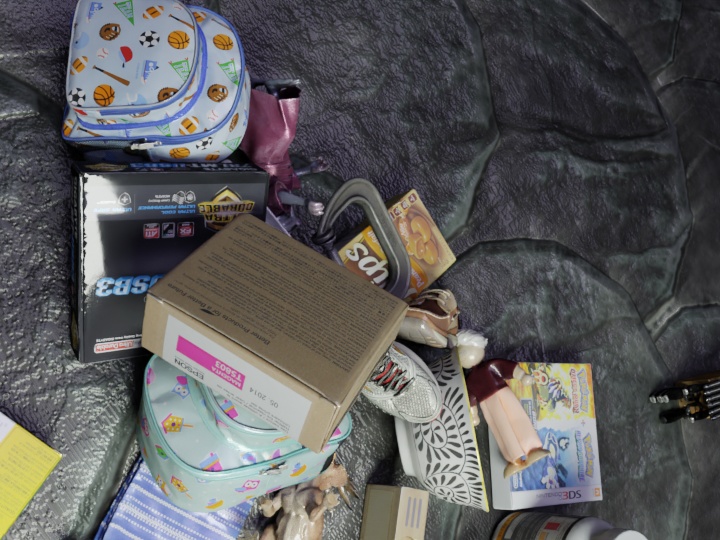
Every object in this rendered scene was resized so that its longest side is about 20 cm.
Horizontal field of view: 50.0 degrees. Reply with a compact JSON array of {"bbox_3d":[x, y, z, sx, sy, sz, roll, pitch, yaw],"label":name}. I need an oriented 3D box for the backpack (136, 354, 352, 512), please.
[{"bbox_3d":[-0.125,0.140,0.788,0.198,0.154,0.177,-17,60,-26],"label":"backpack"}]

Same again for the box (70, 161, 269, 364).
[{"bbox_3d":[-0.200,-0.012,0.811,0.198,0.050,0.201,-4,112,-32],"label":"box"}]

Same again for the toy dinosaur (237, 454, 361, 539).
[{"bbox_3d":[-0.065,0.287,0.872,0.085,0.135,0.202,24,87,18],"label":"toy dinosaur"}]

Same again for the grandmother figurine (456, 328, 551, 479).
[{"bbox_3d":[0.179,0.165,1.031,0.060,0.121,0.201,5,51,-56],"label":"grandmother figurine"}]

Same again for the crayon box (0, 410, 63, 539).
[{"bbox_3d":[-0.386,0.216,0.694,0.127,0.051,0.201,43,60,-17],"label":"crayon box"}]

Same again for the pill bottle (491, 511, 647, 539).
[{"bbox_3d":[0.269,0.374,0.988,0.115,0.199,0.118,8,74,-30],"label":"pill bottle"}]

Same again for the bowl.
[{"bbox_3d":[0.094,0.201,0.955,0.093,0.201,0.203,-10,84,6],"label":"bowl"}]

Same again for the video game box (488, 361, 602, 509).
[{"bbox_3d":[0.264,0.234,1.110,0.180,0.047,0.203,5,77,-34],"label":"video game box"}]

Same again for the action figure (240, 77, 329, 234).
[{"bbox_3d":[-0.111,-0.123,0.912,0.147,0.134,0.203,1,104,-1],"label":"action figure"}]

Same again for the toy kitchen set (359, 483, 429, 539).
[{"bbox_3d":[0.118,0.364,0.915,0.198,0.163,0.183,19,70,-28],"label":"toy kitchen set"}]

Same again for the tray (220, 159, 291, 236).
[{"bbox_3d":[-0.131,-0.020,0.904,0.107,0.022,0.201,-37,102,5],"label":"tray"}]

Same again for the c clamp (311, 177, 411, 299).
[{"bbox_3d":[0.000,0.000,0.915,0.171,0.027,0.202,-40,118,-35],"label":"c clamp"}]

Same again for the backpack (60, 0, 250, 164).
[{"bbox_3d":[-0.211,-0.198,0.813,0.188,0.154,0.203,1,78,-7],"label":"backpack"}]

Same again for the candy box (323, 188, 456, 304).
[{"bbox_3d":[0.025,-0.003,1.000,0.200,0.055,0.116,-41,104,-32],"label":"candy box"}]

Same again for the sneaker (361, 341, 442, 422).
[{"bbox_3d":[0.010,0.105,0.852,0.199,0.082,0.078,38,95,-10],"label":"sneaker"}]

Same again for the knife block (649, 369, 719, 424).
[{"bbox_3d":[0.576,0.214,1.313,0.200,0.173,0.065,16,64,-77],"label":"knife block"}]

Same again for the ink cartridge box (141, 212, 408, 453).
[{"bbox_3d":[-0.077,0.050,0.726,0.199,0.076,0.165,30,40,10],"label":"ink cartridge box"}]

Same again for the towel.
[{"bbox_3d":[-0.180,0.237,0.838,0.144,0.024,0.201,36,63,-22],"label":"towel"}]

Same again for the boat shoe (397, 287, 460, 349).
[{"bbox_3d":[0.084,0.056,0.964,0.075,0.200,0.073,12,85,14],"label":"boat shoe"}]
